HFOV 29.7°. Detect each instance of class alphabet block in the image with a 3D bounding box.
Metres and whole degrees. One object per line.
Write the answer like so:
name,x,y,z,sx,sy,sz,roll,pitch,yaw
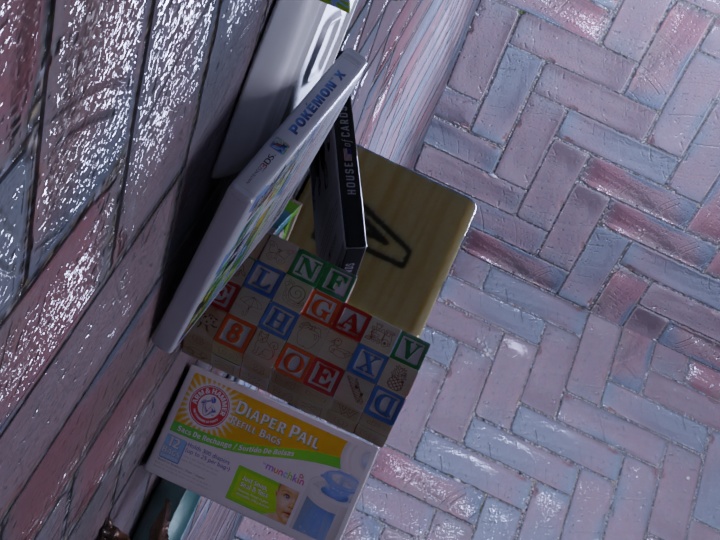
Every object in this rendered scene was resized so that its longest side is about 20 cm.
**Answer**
alphabet block,0.000,0.000,1.603,0.196,0.195,0.201,106,9,-61

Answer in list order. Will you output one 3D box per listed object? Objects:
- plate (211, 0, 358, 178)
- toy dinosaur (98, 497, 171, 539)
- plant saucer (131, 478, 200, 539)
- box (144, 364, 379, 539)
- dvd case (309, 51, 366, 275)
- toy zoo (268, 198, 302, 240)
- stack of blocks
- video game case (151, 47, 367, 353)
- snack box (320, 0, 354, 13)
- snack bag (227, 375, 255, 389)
plate,-0.040,-0.174,1.025,0.200,0.032,0.201,-58,171,-70
toy dinosaur,-0.185,0.296,1.200,0.200,0.135,0.086,-62,176,-61
plant saucer,-0.215,0.274,1.496,0.200,0.036,0.201,25,90,-87
box,-0.093,0.181,1.311,0.101,0.198,0.113,99,14,-82
dvd case,-0.025,-0.079,1.271,0.151,0.024,0.202,110,-24,-64
toy zoo,-0.111,0.010,1.353,0.200,0.020,0.132,-58,172,-69
stack of blocks,-0.043,0.056,1.193,0.116,0.199,0.059,-62,176,-27
video game case,-0.077,-0.051,1.014,0.183,0.022,0.200,-55,180,-42
snack box,-0.001,-0.252,0.740,0.200,0.067,0.170,97,17,-87
snack bag,-0.147,0.134,1.749,0.200,0.021,0.190,108,8,-63
